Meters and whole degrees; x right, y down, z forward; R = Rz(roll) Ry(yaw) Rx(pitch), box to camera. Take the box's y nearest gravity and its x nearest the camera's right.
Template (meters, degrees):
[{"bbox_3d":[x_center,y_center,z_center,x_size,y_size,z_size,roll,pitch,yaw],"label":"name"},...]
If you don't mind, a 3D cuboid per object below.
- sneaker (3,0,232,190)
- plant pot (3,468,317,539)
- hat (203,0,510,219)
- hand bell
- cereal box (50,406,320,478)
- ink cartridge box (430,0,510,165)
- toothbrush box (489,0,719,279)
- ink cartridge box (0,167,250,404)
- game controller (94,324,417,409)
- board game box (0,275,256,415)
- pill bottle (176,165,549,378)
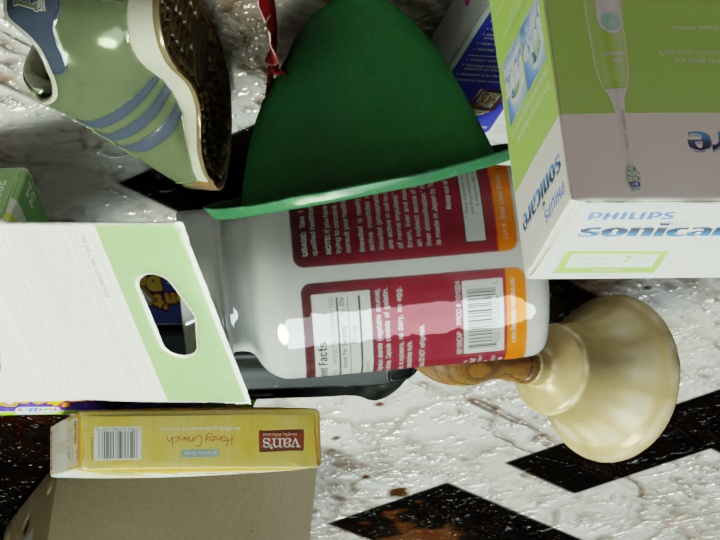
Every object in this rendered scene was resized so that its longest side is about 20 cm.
[{"bbox_3d":[-0.120,-0.099,1.419,0.089,0.067,0.200,4,160,8],"label":"sneaker"},{"bbox_3d":[-0.155,0.235,1.986,0.176,0.201,0.200,15,150,-18],"label":"plant pot"},{"bbox_3d":[-0.012,-0.126,1.411,0.165,0.177,0.200,-14,-176,-16],"label":"hat"},{"bbox_3d":[0.091,0.056,1.712,0.104,0.105,0.200,-26,158,36],"label":"hand bell"},{"bbox_3d":[-0.111,0.105,1.752,0.143,0.040,0.200,-1,176,-12],"label":"cereal box"},{"bbox_3d":[0.086,-0.111,1.466,0.094,0.037,0.200,3,156,-17],"label":"ink cartridge box"},{"bbox_3d":[0.140,-0.103,1.299,0.145,0.201,0.086,-1,155,-13],"label":"toothbrush box"},{"bbox_3d":[-0.166,0.011,1.556,0.199,0.048,0.146,-2,135,17],"label":"ink cartridge box"},{"bbox_3d":[-0.063,0.054,1.687,0.199,0.042,0.104,-1,169,-11],"label":"game controller"},{"bbox_3d":[-0.152,0.040,1.722,0.199,0.045,0.135,0,155,-13],"label":"board game box"},{"bbox_3d":[0.000,0.000,1.593,0.199,0.113,0.113,-5,155,-2],"label":"pill bottle"}]
